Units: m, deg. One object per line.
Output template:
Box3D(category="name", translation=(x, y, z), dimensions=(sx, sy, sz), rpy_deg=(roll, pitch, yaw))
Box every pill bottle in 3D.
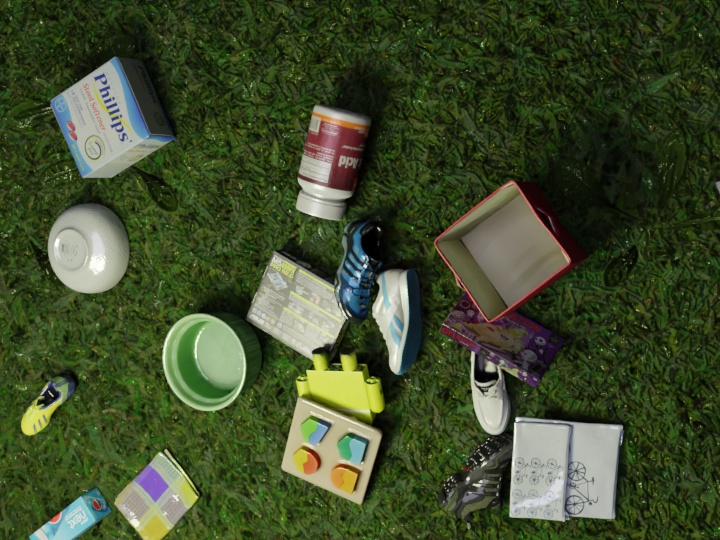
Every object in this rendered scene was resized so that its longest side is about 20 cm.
Box3D(category="pill bottle", translation=(-0.055, -0.205, 1.664), dimensions=(0.113, 0.114, 0.202), rpy_deg=(18, 103, 19))

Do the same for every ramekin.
Box3D(category="ramekin", translation=(-0.302, 0.181, 1.818), dimensions=(0.198, 0.098, 0.202), rpy_deg=(3, 97, 22))

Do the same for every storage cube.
Box3D(category="storage cube", translation=(0.263, -0.036, 1.516), dimensions=(0.200, 0.179, 0.172), rpy_deg=(-39, 78, 22))

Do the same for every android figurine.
Box3D(category="android figurine", translation=(-0.038, 0.247, 1.725), dimensions=(0.180, 0.041, 0.202), rpy_deg=(1, 113, 21))

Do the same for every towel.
Box3D(category="towel", translation=(-0.457, 0.513, 1.961), dimensions=(0.200, 0.023, 0.144), rpy_deg=(-45, 79, 20))

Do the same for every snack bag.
Box3D(category="snack bag", translation=(0.372, 0.364, 1.584), dimensions=(0.198, 0.021, 0.191), rpy_deg=(3, 98, 6))

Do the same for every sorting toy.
Box3D(category="sorting toy", translation=(-0.062, 0.364, 1.742), dimensions=(0.183, 0.036, 0.202), rpy_deg=(21, 119, 13))

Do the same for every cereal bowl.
Box3D(category="cereal bowl", translation=(-0.611, -0.046, 1.925), dimensions=(0.198, 0.083, 0.203), rpy_deg=(3, 98, 21))

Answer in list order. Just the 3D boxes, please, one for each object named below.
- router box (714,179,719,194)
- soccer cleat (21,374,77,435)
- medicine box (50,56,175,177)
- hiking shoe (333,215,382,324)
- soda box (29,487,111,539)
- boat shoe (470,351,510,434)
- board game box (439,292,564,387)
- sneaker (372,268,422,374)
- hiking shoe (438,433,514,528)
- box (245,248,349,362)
Box3D(category="router box", translation=(0.687, -0.084, 1.412), dimensions=(0.156, 0.052, 0.202), rpy_deg=(-24, 87, 23))
Box3D(category="soccer cleat", translation=(-0.734, 0.311, 2.015), dimensions=(0.200, 0.084, 0.065), rpy_deg=(-44, 80, 21))
Box3D(category="medicine box", translation=(-0.522, -0.319, 1.845), dimensions=(0.199, 0.103, 0.184), rpy_deg=(-26, 87, 23))
Box3D(category="hiking shoe", translation=(0.000, 0.000, 1.655), dimensions=(0.086, 0.074, 0.202), rpy_deg=(-8, 79, 55))
Box3D(category="soda box", translation=(-0.677, 0.591, 2.037), dimensions=(0.199, 0.064, 0.068), rpy_deg=(-38, 82, 21))
Box3D(category="boat shoe", translation=(0.238, 0.209, 1.621), dimensions=(0.071, 0.066, 0.202), rpy_deg=(1, 97, 21))
Box3D(category="board game box", translation=(0.255, 0.117, 1.578), dimensions=(0.199, 0.120, 0.032), rpy_deg=(29, 133, 16))
Box3D(category="sneaker", translation=(0.068, 0.098, 1.678), dimensions=(0.080, 0.076, 0.202), rpy_deg=(0, 90, 29))
Box3D(category="hiking shoe", translation=(0.242, 0.393, 1.649), dimensions=(0.101, 0.076, 0.200), rpy_deg=(41, 105, -12))
Box3D(category="box", translation=(-0.116, 0.074, 1.760), dimensions=(0.199, 0.044, 0.161), rpy_deg=(29, 105, 16))
